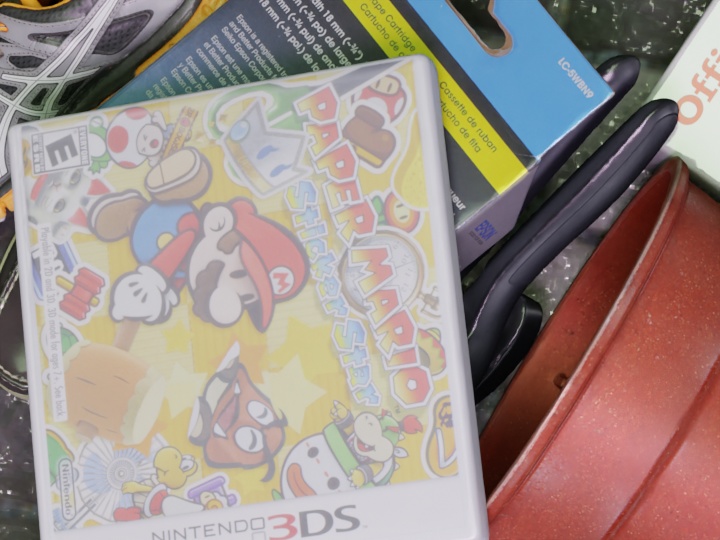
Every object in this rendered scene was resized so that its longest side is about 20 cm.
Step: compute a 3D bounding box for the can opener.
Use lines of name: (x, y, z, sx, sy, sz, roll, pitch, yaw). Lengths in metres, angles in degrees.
can opener: (0.062, -0.013, 1.254, 0.063, 0.079, 0.200, 42, 115, 16)

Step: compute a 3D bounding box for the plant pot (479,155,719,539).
plant pot: (0.163, 0.087, 1.217, 0.195, 0.201, 0.201, 31, 89, -2)

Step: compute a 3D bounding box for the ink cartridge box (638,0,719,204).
ink cartridge box: (0.235, -0.063, 1.268, 0.200, 0.083, 0.147, 33, 90, 6)

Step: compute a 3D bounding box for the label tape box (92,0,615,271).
label tape box: (-0.007, -0.055, 1.216, 0.200, 0.063, 0.144, -39, 73, 4)

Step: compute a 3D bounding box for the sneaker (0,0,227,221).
sneaker: (-0.144, -0.095, 1.278, 0.200, 0.078, 0.077, -40, 123, 18)

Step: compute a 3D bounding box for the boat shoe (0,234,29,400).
boat shoe: (-0.111, -0.031, 1.302, 0.073, 0.065, 0.200, 32, 89, 6)

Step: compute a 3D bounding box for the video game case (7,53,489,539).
video game case: (-0.048, 0.024, 1.165, 0.182, 0.023, 0.200, -9, 77, 13)
